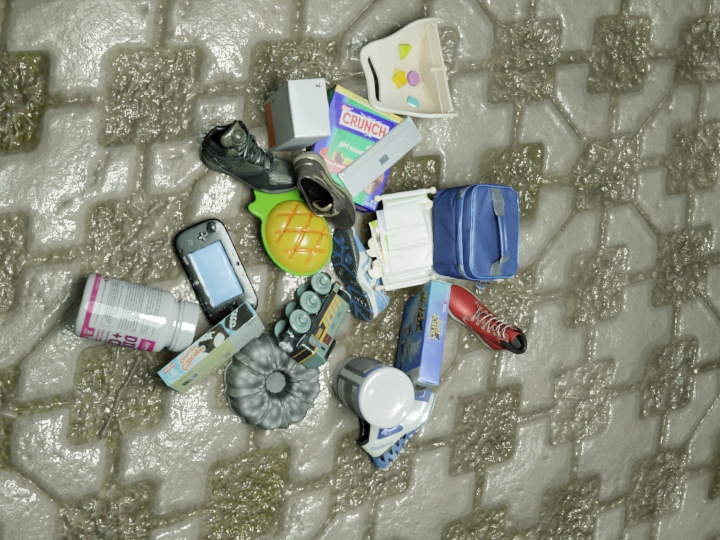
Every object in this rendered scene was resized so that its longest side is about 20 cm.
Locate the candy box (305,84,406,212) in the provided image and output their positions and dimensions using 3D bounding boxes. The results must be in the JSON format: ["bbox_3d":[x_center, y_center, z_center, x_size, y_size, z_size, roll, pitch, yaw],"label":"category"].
[{"bbox_3d":[-0.019,-0.241,1.396,0.168,0.077,0.202,21,84,-21],"label":"candy box"}]

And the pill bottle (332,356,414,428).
[{"bbox_3d":[0.018,0.232,1.361,0.112,0.200,0.115,-1,92,-19],"label":"pill bottle"}]

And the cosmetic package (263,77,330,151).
[{"bbox_3d":[-0.121,-0.284,1.290,0.070,0.200,0.103,-8,94,-20],"label":"cosmetic package"}]

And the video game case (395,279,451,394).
[{"bbox_3d":[0.119,0.140,1.379,0.045,0.181,0.202,13,70,-10],"label":"video game case"}]

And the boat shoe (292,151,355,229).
[{"bbox_3d":[-0.072,-0.135,1.313,0.200,0.074,0.074,50,36,-43],"label":"boat shoe"}]

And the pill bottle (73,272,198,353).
[{"bbox_3d":[-0.399,0.082,1.242,0.198,0.113,0.115,15,86,-20],"label":"pill bottle"}]

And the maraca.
[{"bbox_3d":[-0.134,-0.084,1.344,0.136,0.107,0.201,-31,92,-26],"label":"maraca"}]

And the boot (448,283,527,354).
[{"bbox_3d":[0.268,0.102,1.482,0.200,0.144,0.073,42,80,-16],"label":"boot"}]

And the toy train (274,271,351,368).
[{"bbox_3d":[-0.087,0.094,1.350,0.114,0.085,0.201,41,46,-14],"label":"toy train"}]

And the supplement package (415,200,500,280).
[{"bbox_3d":[0.189,-0.061,1.464,0.198,0.111,0.158,2,91,-21],"label":"supplement package"}]

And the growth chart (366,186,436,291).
[{"bbox_3d":[0.082,-0.061,1.372,0.143,0.018,0.203,-2,91,4],"label":"growth chart"}]

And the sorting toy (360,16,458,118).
[{"bbox_3d":[0.085,-0.392,1.395,0.179,0.106,0.202,-13,94,-32],"label":"sorting toy"}]

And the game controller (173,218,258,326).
[{"bbox_3d":[-0.275,0.005,1.326,0.104,0.042,0.202,-27,100,-18],"label":"game controller"}]

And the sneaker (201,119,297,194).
[{"bbox_3d":[-0.200,-0.209,1.284,0.198,0.114,0.077,23,69,-5],"label":"sneaker"}]

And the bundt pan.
[{"bbox_3d":[-0.165,0.221,1.358,0.200,0.076,0.205,-1,93,-21],"label":"bundt pan"}]

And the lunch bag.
[{"bbox_3d":[0.228,-0.066,1.336,0.135,0.132,0.203,-1,90,-32],"label":"lunch bag"}]

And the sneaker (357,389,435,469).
[{"bbox_3d":[0.061,0.304,1.443,0.115,0.080,0.200,41,80,-19],"label":"sneaker"}]

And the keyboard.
[{"bbox_3d":[0.042,-0.227,1.378,0.200,0.011,0.057,-42,114,-17],"label":"keyboard"}]

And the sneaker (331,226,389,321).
[{"bbox_3d":[0.000,0.000,1.424,0.077,0.075,0.202,-24,101,-41],"label":"sneaker"}]

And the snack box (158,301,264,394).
[{"bbox_3d":[-0.271,0.146,1.285,0.199,0.116,0.037,-40,77,-12],"label":"snack box"}]
